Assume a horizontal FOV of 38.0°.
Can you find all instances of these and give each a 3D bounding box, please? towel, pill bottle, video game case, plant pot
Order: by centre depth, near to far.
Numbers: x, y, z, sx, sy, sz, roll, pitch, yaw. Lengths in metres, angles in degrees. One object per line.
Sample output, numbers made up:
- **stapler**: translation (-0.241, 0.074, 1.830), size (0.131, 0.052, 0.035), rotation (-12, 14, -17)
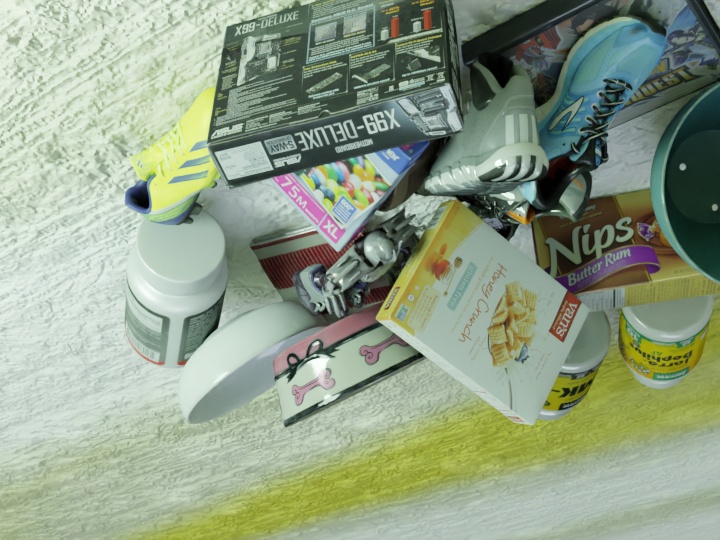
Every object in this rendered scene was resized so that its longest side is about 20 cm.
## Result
- **video game case**: translation (0.220, -0.192, 0.951), size (0.198, 0.026, 0.180), rotation (-22, 146, 29)
- **plant pot**: translation (0.366, -0.089, 1.018), size (0.196, 0.204, 0.135), rotation (-2, -173, -3)
- **pill bottle**: translation (-0.207, 0.018, 1.175), size (0.112, 0.116, 0.201), rotation (3, 150, -13)
- **towel**: translation (-0.026, 0.024, 1.236), size (0.142, 0.023, 0.201), rotation (-13, 128, 23)
- **pill bottle**: translation (0.390, 0.076, 1.353), size (0.111, 0.115, 0.201), rotation (-8, 151, 7)
- **pill bottle**: translation (0.265, 0.122, 1.418), size (0.112, 0.116, 0.201), rotation (-3, 151, -1)

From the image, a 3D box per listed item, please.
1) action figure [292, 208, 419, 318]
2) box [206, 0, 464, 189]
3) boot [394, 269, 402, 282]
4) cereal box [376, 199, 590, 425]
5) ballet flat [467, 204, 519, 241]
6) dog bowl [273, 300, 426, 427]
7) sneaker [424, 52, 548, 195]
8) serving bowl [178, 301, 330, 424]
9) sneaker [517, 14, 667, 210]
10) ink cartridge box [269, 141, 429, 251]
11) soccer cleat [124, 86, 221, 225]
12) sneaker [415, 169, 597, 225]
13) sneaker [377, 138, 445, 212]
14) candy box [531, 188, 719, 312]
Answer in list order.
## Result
- **action figure**: translation (0.000, 0.000, 1.094), size (0.129, 0.070, 0.200), rotation (-27, 178, -24)
- **box**: translation (-0.020, -0.157, 0.842), size (0.197, 0.159, 0.050), rotation (-13, 136, 13)
- **boot**: translation (0.097, 0.051, 1.314), size (0.196, 0.074, 0.162), rotation (19, 141, -23)
- **cereal box**: translation (0.130, 0.044, 1.070), size (0.199, 0.145, 0.039), rotation (36, 163, -18)
- **ballet flat**: translation (0.126, -0.018, 1.168), size (0.066, 0.057, 0.201), rotation (25, 117, -21)
- **dog bowl**: translation (-0.009, 0.096, 1.149), size (0.198, 0.075, 0.200), rotation (-26, 173, -4)
- **sneaker**: translation (0.112, -0.131, 0.935), size (0.074, 0.118, 0.200), rotation (-1, 178, -18)
- **serving bowl**: translation (-0.131, 0.095, 1.210), size (0.198, 0.066, 0.200), rotation (-33, 167, -8)
- **sneaker**: translation (0.206, -0.131, 0.923), size (0.077, 0.091, 0.201), rotation (12, 133, -27)
- **ink cartridge box**: translation (-0.014, -0.115, 0.976), size (0.119, 0.042, 0.200), rotation (45, 139, 4)
- **soccer cleat**: translation (-0.178, -0.107, 1.012), size (0.082, 0.066, 0.200), rotation (11, 147, -21)
- **sneaker**: translation (0.136, -0.086, 1.052), size (0.197, 0.081, 0.074), rotation (2, 160, 26)
- **sneaker**: translation (0.050, -0.146, 0.984), size (0.075, 0.070, 0.201), rotation (-36, 160, -38)
- **candy box**: translation (0.294, -0.023, 1.164), size (0.196, 0.118, 0.057), rotation (-8, 151, 9)
